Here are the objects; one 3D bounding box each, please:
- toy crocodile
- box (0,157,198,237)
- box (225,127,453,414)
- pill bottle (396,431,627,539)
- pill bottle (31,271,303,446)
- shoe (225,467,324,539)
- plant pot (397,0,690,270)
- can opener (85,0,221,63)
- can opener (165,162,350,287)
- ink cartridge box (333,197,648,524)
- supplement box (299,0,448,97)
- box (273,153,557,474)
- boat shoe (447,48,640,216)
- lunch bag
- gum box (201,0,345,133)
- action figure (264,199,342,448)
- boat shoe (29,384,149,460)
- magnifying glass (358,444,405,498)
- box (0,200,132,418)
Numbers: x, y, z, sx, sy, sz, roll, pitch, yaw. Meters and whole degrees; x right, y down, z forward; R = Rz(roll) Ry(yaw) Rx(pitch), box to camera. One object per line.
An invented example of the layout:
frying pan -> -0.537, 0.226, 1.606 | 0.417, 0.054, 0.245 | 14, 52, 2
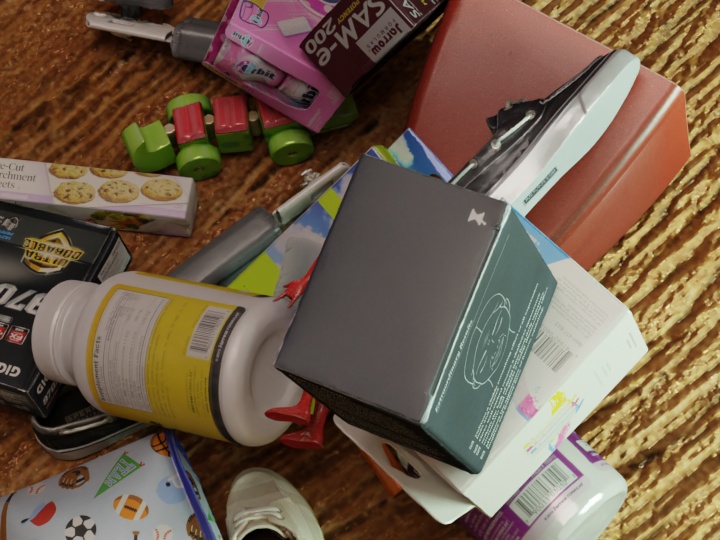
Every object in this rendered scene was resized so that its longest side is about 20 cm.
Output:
toy crocodile -> -0.102, -0.124, 1.804 | 0.199, 0.062, 0.068 | -11, 66, -2
box -> -0.237, -0.063, 1.796 | 0.199, 0.039, 0.042 | 7, 65, 6
box -> 0.000, 0.000, 1.637 | 0.200, 0.048, 0.122 | -44, 81, 12
pill bottle -> 0.099, 0.139, 1.650 | 0.112, 0.112, 0.200 | -41, 70, -14
pill bottle -> -0.145, 0.061, 1.610 | 0.200, 0.112, 0.112 | 10, 65, 31
shoe -> -0.059, 0.220, 1.628 | 0.070, 0.053, 0.200 | -22, 48, -2
plant pot -> 0.132, -0.090, 1.716 | 0.200, 0.200, 0.176 | 30, 85, 15
can opener -> -0.140, -0.215, 1.840 | 0.199, 0.053, 0.067 | 10, 108, 7
can opener -> -0.077, -0.021, 1.762 | 0.200, 0.053, 0.067 | -33, 69, -11
ink cartridge box -> 0.089, 0.075, 1.543 | 0.200, 0.125, 0.129 | -46, 70, -1
supplement box -> 0.046, -0.232, 1.738 | 0.061, 0.109, 0.200 | 46, 46, -2
box -> 0.041, 0.033, 1.393 | 0.107, 0.200, 0.149 | 20, 81, 17
boat shoe -> 0.123, -0.097, 1.584 | 0.068, 0.072, 0.200 | 41, 88, 18
lunch bag -> -0.177, 0.243, 1.607 | 0.170, 0.124, 0.200 | -22, 62, -2
gum box -> -0.047, -0.218, 1.789 | 0.113, 0.066, 0.200 | 29, 49, -11
action figure -> -0.026, 0.028, 1.559 | 0.052, 0.065, 0.200 | 5, 59, 24
boat shoe -> -0.171, 0.086, 1.713 | 0.200, 0.064, 0.071 | -30, 68, -10
magnifying glass -> -0.021, 0.093, 1.704 | 0.022, 0.080, 0.200 | -29, 78, -14
box -> -0.305, 0.021, 1.728 | 0.200, 0.046, 0.159 | 14, 62, 25
